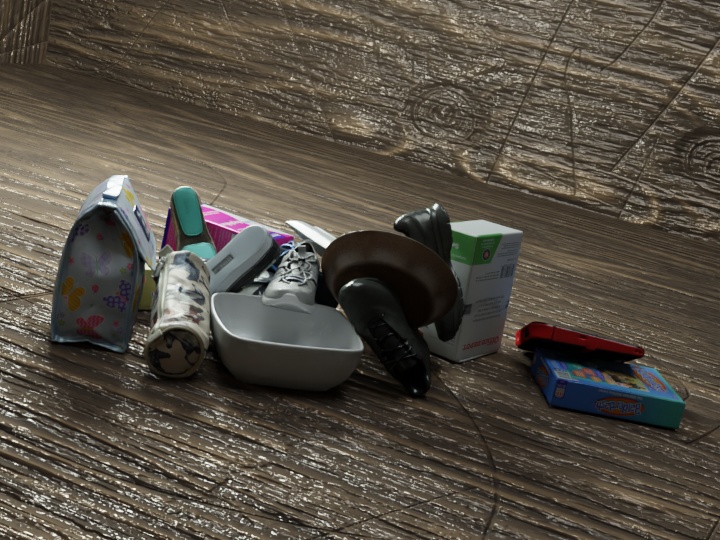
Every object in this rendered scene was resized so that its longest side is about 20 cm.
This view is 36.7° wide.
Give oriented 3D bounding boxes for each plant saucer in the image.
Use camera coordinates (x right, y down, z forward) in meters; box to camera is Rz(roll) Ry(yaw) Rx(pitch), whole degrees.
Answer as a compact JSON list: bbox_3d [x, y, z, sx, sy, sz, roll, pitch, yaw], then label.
[{"bbox_3d":[0.035,0.025,1.513,0.198,0.201,0.037,14,51,6],"label":"plant saucer"}]

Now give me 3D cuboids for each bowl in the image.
[{"bbox_3d":[-0.108,0.099,1.464,0.197,0.076,0.200,8,16,-17],"label":"bowl"}]

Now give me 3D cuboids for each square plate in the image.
[{"bbox_3d":[0.000,0.000,1.664,0.197,0.029,0.200,31,-7,43],"label":"square plate"}]

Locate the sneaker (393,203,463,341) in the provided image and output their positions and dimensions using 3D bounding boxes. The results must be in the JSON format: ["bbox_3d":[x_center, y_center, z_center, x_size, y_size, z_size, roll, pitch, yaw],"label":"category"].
[{"bbox_3d":[0.098,0.007,1.605,0.090,0.202,0.076,-9,-8,-10],"label":"sneaker"}]

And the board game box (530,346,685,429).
[{"bbox_3d":[0.369,0.175,1.638,0.198,0.046,0.152,11,14,-4],"label":"board game box"}]

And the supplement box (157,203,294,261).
[{"bbox_3d":[-0.225,-0.035,1.822,0.198,0.105,0.101,20,15,22],"label":"supplement box"}]

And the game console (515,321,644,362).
[{"bbox_3d":[0.341,0.117,1.719,0.175,0.031,0.200,10,-8,1],"label":"game console"}]

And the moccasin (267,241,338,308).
[{"bbox_3d":[-0.103,-0.008,1.728,0.200,0.069,0.080,41,-9,-39],"label":"moccasin"}]

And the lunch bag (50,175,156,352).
[{"bbox_3d":[-0.337,-0.015,1.449,0.126,0.202,0.170,9,14,-12],"label":"lunch bag"}]

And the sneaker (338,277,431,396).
[{"bbox_3d":[0.042,0.090,1.470,0.200,0.076,0.091,48,13,-30],"label":"sneaker"}]

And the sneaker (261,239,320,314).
[{"bbox_3d":[-0.094,0.006,1.521,0.074,0.083,0.200,11,13,-4],"label":"sneaker"}]

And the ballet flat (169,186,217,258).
[{"bbox_3d":[-0.266,-0.036,1.738,0.067,0.202,0.067,-4,-22,-14],"label":"ballet flat"}]

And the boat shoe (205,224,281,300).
[{"bbox_3d":[-0.200,0.018,1.560,0.074,0.199,0.068,43,-6,40],"label":"boat shoe"}]

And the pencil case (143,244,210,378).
[{"bbox_3d":[-0.240,0.053,1.418,0.089,0.078,0.201,40,20,-26],"label":"pencil case"}]

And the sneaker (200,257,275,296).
[{"bbox_3d":[-0.184,0.034,1.636,0.128,0.080,0.198,15,7,31],"label":"sneaker"}]

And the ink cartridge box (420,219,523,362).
[{"bbox_3d":[0.172,0.030,1.714,0.083,0.202,0.145,18,15,35],"label":"ink cartridge box"}]

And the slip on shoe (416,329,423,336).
[{"bbox_3d":[0.052,0.089,1.668,0.073,0.062,0.200,6,14,-17],"label":"slip on shoe"}]

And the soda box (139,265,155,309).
[{"bbox_3d":[-0.368,-0.003,1.653,0.067,0.065,0.199,2,18,-36],"label":"soda box"}]
